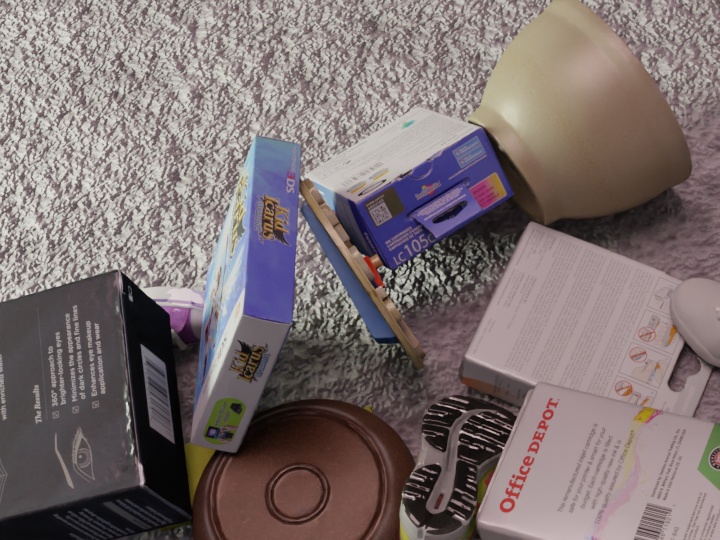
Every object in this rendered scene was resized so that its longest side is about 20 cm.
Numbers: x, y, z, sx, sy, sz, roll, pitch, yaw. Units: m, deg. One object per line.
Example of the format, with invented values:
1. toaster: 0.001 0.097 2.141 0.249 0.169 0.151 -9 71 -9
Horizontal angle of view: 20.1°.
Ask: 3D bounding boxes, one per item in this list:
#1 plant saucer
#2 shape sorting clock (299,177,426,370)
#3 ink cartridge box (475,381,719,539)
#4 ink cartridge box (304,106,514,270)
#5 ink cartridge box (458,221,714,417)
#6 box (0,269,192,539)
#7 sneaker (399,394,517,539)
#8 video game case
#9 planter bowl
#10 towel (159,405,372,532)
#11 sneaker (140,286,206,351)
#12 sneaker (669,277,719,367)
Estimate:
1. plant saucer: -0.049 0.192 1.700 0.200 0.035 0.201 -5 60 9
2. shape sorting clock: 0.000 0.000 1.752 0.039 0.200 0.200 -29 50 0
3. ink cartridge box: 0.212 0.187 1.620 0.200 0.084 0.145 12 56 23
4. ink cartridge box: 0.045 -0.074 1.819 0.136 0.076 0.200 -32 17 -10
5. ink cartridge box: 0.207 0.061 1.763 0.200 0.050 0.162 23 59 9
6. box: -0.262 0.129 1.730 0.200 0.117 0.197 -14 65 13
7. sneaker: 0.073 0.178 1.673 0.078 0.090 0.200 20 36 14
8. video game case: -0.097 0.019 1.707 0.045 0.181 0.200 12 48 -12
9. planter bowl: 0.182 -0.124 1.811 0.135 0.200 0.200 -36 52 -6
10. towel: -0.080 0.172 1.757 0.199 0.018 0.086 -12 47 6
11. sneaker: -0.210 0.080 1.839 0.200 0.073 0.115 -5 63 14
12. sneaker: 0.340 0.053 1.686 0.075 0.089 0.200 -37 54 -20
